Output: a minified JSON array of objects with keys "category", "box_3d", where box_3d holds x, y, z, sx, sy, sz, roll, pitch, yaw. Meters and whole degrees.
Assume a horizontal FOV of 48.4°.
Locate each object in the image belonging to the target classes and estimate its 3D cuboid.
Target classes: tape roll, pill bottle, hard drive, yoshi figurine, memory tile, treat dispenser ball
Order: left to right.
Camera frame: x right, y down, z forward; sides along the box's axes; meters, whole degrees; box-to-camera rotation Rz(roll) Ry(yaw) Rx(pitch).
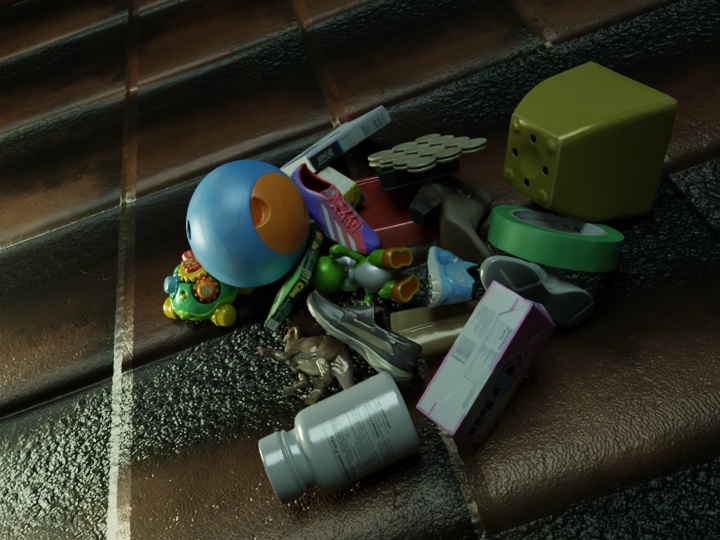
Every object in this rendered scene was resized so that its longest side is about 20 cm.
[{"category":"treat dispenser ball","box_3d":[-0.181,-0.075,1.290,0.197,0.203,0.203,-11,42,10]},{"category":"pill bottle","box_3d":[-0.029,0.227,1.065,0.197,0.116,0.115,-24,41,-5]},{"category":"yoshi figurine","box_3d":[-0.009,0.010,1.289,0.198,0.111,0.114,1,65,46]},{"category":"hard drive","box_3d":[0.096,-0.197,1.447,0.137,0.034,0.200,-15,19,2]},{"category":"memory tile","box_3d":[0.110,-0.201,1.371,0.151,0.017,0.199,-22,20,-20]},{"category":"tape roll","box_3d":[0.292,-0.050,1.202,0.196,0.049,0.201,9,15,-2]}]

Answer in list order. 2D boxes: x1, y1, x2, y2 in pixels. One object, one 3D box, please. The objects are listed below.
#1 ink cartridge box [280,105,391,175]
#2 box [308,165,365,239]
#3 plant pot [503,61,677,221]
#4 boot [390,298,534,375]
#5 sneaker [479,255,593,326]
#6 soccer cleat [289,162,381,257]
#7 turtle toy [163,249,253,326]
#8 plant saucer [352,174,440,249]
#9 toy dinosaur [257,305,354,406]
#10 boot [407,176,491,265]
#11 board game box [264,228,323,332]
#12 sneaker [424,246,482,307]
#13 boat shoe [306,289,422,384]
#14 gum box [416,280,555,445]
[{"category":"ink cartridge box","box_3d":[-0.059,-0.245,1.597,0.197,0.047,0.199,-38,10,-20]},{"category":"box","box_3d":[-0.096,-0.094,1.451,0.199,0.049,0.117,-42,38,-9]},{"category":"plant pot","box_3d":[0.338,-0.192,1.259,0.197,0.199,0.194,-16,37,-27]},{"category":"boot","box_3d":[0.146,0.105,1.168,0.196,0.067,0.176,-13,30,7]},{"category":"sneaker","box_3d":[0.240,0.022,1.142,0.071,0.198,0.081,-59,32,18]},{"category":"soccer cleat","box_3d":[-0.042,-0.100,1.353,0.199,0.074,0.068,38,46,6]},{"category":"turtle toy","box_3d":[-0.264,0.005,1.398,0.143,0.102,0.202,5,47,25]},{"category":"plant saucer","box_3d":[0.044,-0.115,1.456,0.195,0.037,0.202,-12,43,9]},{"category":"toy dinosaur","box_3d":[-0.062,0.124,1.215,0.197,0.087,0.136,21,48,30]},{"category":"boot","box_3d":[0.178,-0.089,1.354,0.199,0.071,0.145,41,47,19]},{"category":"board game box","box_3d":[-0.105,0.013,1.296,0.105,0.023,0.201,-51,11,22]},{"category":"sneaker","box_3d":[0.143,0.016,1.222,0.088,0.080,0.200,4,15,4]},{"category":"boat shoe","box_3d":[0.010,0.082,1.164,0.199,0.074,0.074,36,94,19]},{"category":"gum box","box_3d":[0.168,0.118,1.038,0.066,0.113,0.202,32,91,33]}]
